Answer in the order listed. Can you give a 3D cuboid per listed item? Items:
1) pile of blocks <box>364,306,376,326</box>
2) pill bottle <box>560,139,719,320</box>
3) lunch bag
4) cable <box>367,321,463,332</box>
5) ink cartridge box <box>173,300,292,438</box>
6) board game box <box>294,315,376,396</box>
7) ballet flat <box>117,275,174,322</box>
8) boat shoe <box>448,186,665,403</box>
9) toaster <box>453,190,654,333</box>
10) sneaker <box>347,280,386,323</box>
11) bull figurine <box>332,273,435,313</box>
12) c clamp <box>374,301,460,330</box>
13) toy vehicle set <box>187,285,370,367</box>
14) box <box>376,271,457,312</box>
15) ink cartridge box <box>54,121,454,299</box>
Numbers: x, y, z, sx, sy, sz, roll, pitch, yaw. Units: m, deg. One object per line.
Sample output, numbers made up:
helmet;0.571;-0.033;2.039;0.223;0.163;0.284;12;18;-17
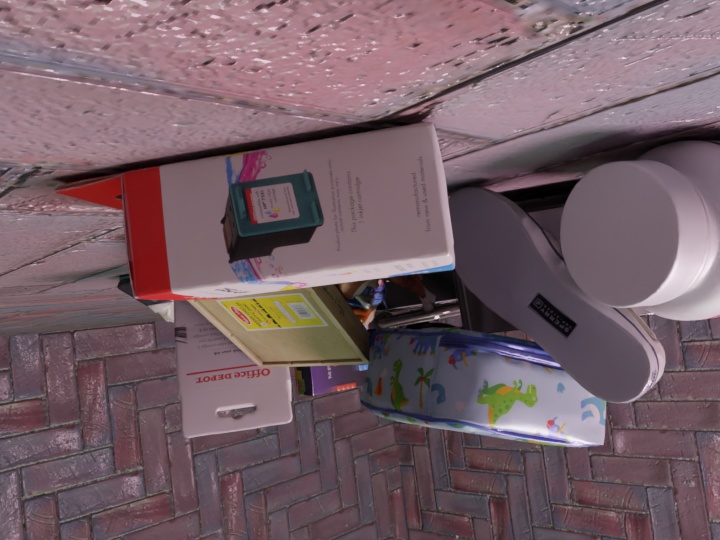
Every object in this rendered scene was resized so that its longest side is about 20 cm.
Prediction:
pile of blocks;-0.080;0.075;0.826;0.198;0.082;0.062;-2;142;-9
pill bottle;0.240;-0.028;0.466;0.199;0.121;0.119;-5;176;-30
lunch bag;0.101;0.099;0.578;0.160;0.083;0.200;15;169;-20
cable;0.064;0.091;0.936;0.199;0.051;0.163;-5;-171;-10
ink cartridge box;-0.138;0.084;0.734;0.115;0.201;0.067;-6;152;-8
board game box;-0.031;0.092;1.108;0.164;0.202;0.057;-5;178;-36
ballet flat;-0.223;0.036;0.908;0.199;0.074;0.073;-3;175;-42
boat shoe;0.143;0.011;0.507;0.070;0.200;0.071;-7;135;-50
toaster;0.182;-0.010;0.640;0.180;0.120;0.200;-9;176;14
sneaker;0.000;0.000;0.787;0.075;0.079;0.200;16;-166;1
bull figurine;-0.022;0.006;0.634;0.121;0.065;0.199;37;145;-26
c clamp;0.091;0.059;0.881;0.170;0.027;0.200;-11;175;33
toy vehicle set;-0.079;0.029;0.596;0.123;0.027;0.200;-4;145;22
box;0.060;0.014;0.975;0.163;0.087;0.200;-8;175;11
ink cartridge box;-0.050;-0.023;0.381;0.199;0.068;0.116;-8;176;9
